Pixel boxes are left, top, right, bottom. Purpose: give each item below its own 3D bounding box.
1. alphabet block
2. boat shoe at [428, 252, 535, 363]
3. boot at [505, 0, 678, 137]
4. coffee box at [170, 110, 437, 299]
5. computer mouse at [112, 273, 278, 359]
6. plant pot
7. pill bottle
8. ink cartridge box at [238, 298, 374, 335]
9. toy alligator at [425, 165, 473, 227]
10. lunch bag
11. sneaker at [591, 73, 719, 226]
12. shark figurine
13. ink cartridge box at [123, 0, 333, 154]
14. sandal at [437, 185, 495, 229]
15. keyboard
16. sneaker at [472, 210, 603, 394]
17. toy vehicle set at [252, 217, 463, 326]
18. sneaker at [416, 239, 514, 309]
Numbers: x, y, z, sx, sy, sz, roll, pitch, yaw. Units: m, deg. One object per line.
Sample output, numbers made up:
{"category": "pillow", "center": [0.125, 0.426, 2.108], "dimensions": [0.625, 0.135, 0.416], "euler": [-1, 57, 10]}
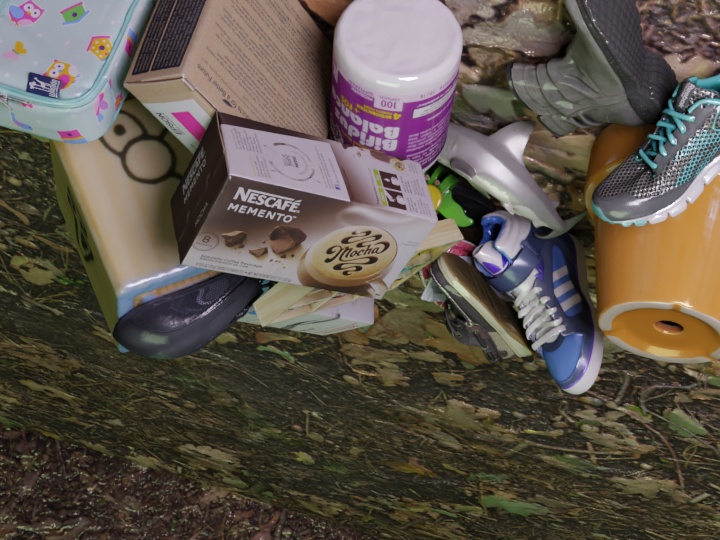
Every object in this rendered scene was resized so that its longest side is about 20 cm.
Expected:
{"category": "alphabet block", "center": [-0.206, -0.057, 1.223], "dimensions": [0.195, 0.200, 0.196], "euler": [-19, 163, -20]}
{"category": "boat shoe", "center": [0.124, 0.052, 1.243], "dimensions": [0.066, 0.072, 0.201], "euler": [-33, 139, 16]}
{"category": "boot", "center": [0.178, -0.173, 0.968], "dimensions": [0.130, 0.068, 0.200], "euler": [-4, 150, 35]}
{"category": "coffee box", "center": [-0.050, -0.052, 0.992], "dimensions": [0.199, 0.080, 0.113], "euler": [11, 134, -28]}
{"category": "computer mouse", "center": [-0.152, 0.044, 1.162], "dimensions": [0.199, 0.053, 0.139], "euler": [-24, 165, -7]}
{"category": "plant pot", "center": [0.300, -0.021, 1.071], "dimensions": [0.199, 0.184, 0.200], "euler": [14, 156, 7]}
{"category": "pill bottle", "center": [0.028, -0.151, 1.044], "dimensions": [0.112, 0.113, 0.200], "euler": [15, 150, 6]}
{"category": "ink cartridge box", "center": [-0.061, 0.039, 1.507], "dimensions": [0.200, 0.067, 0.116], "euler": [12, 162, -37]}
{"category": "toy alligator", "center": [0.035, -0.104, 1.236], "dimensions": [0.199, 0.054, 0.059], "euler": [22, -178, 10]}
{"category": "lunch bag", "center": [-0.274, -0.215, 1.018], "dimensions": [0.160, 0.201, 0.077], "euler": [17, 154, 6]}
{"category": "sneaker", "center": [0.271, -0.117, 0.948], "dimensions": [0.091, 0.200, 0.078], "euler": [55, -179, -37]}
{"category": "shark figurine", "center": [0.159, -0.100, 1.136], "dimensions": [0.214, 0.090, 0.128], "euler": [33, -174, -15]}
{"category": "ink cartridge box", "center": [-0.104, -0.176, 1.032], "dimensions": [0.075, 0.165, 0.200], "euler": [0, 150, 32]}
{"category": "sandal", "center": [0.063, -0.060, 1.308], "dimensions": [0.200, 0.048, 0.075], "euler": [1, 151, 33]}
{"category": "keyboard", "center": [0.148, 0.010, 1.300], "dimensions": [0.200, 0.056, 0.011], "euler": [1, -154, -44]}
{"category": "sneaker", "center": [0.177, 0.028, 1.226], "dimensions": [0.146, 0.201, 0.081], "euler": [17, 146, -28]}
{"category": "toy vehicle set", "center": [0.000, 0.000, 1.171], "dimensions": [0.200, 0.027, 0.124], "euler": [-14, 163, -45]}
{"category": "sneaker", "center": [0.113, 0.005, 1.333], "dimensions": [0.075, 0.081, 0.200], "euler": [37, -175, 34]}
